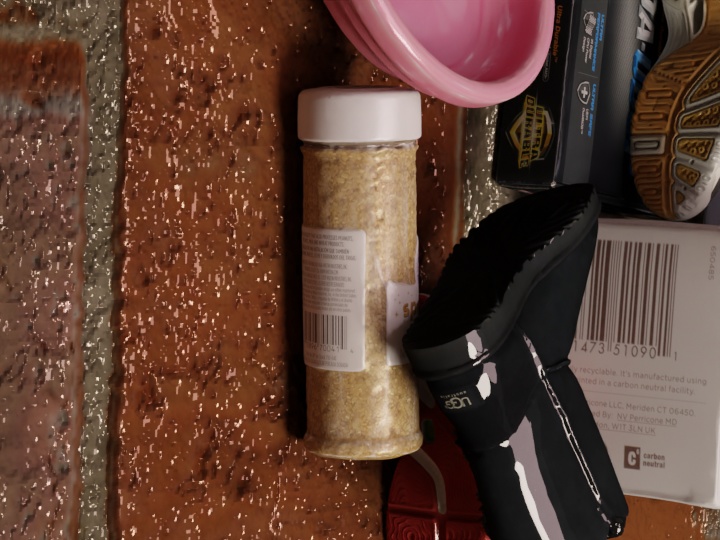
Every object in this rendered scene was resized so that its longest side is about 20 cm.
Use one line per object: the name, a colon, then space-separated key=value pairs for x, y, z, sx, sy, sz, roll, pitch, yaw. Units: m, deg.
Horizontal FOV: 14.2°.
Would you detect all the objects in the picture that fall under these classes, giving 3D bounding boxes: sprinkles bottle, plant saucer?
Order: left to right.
sprinkles bottle: x=0.000 y=0.000 z=1.585 sx=0.068 sy=0.068 sz=0.201 roll=-9 pitch=100 yaw=-52
plant saucer: x=0.031 y=-0.182 z=1.588 sx=0.200 sy=0.051 sz=0.202 roll=27 pitch=55 yaw=-45

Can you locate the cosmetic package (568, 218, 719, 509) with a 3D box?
cosmetic package: x=0.206 y=0.055 z=1.780 sx=0.199 sy=0.164 sz=0.166 roll=4 pitch=90 yaw=-51

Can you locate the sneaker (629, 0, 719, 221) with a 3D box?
sneaker: x=0.224 y=-0.122 z=1.784 sx=0.088 sy=0.075 sz=0.201 roll=25 pitch=74 yaw=-51

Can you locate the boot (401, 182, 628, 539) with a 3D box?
boot: x=0.102 y=0.065 z=1.618 sx=0.200 sy=0.076 sz=0.169 roll=-52 pitch=126 yaw=-51

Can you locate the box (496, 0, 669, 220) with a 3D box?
box: x=0.154 y=-0.139 z=1.790 sx=0.159 sy=0.046 sz=0.201 roll=11 pitch=84 yaw=-53

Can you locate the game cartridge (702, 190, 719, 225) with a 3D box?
game cartridge: x=0.291 y=-0.042 z=1.872 sx=0.201 sy=0.133 sz=0.041 roll=96 pitch=11 yaw=-48

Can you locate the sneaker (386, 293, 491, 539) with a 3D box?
sneaker: x=0.074 y=0.105 z=1.684 sx=0.115 sy=0.078 sz=0.201 roll=-14 pitch=105 yaw=-50
